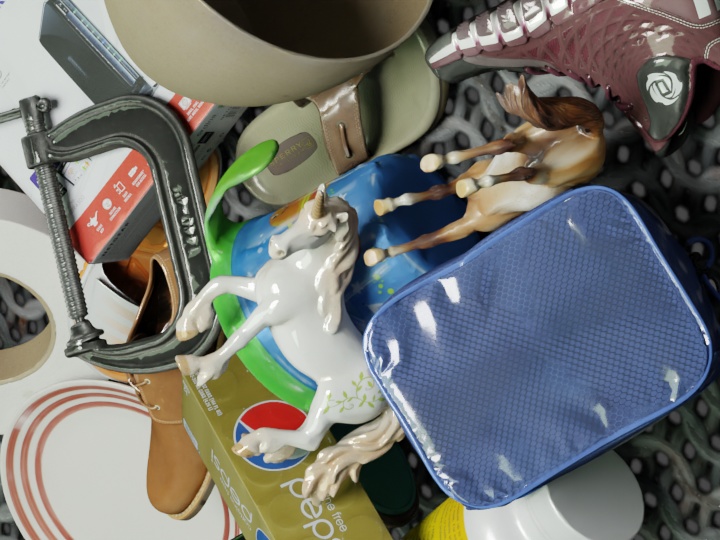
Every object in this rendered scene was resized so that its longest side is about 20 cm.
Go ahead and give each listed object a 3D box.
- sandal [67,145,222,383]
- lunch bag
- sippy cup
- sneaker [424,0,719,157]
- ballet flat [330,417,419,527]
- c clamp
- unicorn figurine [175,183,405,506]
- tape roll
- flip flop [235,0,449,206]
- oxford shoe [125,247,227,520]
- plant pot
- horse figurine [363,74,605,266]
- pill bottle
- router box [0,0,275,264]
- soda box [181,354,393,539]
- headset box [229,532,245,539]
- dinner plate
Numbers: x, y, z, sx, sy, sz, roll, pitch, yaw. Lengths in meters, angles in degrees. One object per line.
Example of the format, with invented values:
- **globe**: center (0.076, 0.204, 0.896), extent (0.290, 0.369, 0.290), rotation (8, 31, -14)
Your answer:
- **sandal**: center (-0.142, 0.001, 1.804), extent (0.059, 0.079, 0.207), rotation (-102, 26, -53)
- **lunch bag**: center (0.113, 0.039, 1.535), extent (0.199, 0.132, 0.136), rotation (-29, 84, 7)
- **sippy cup**: center (0.000, 0.000, 1.657), extent (0.130, 0.177, 0.140), rotation (-36, 54, 34)
- **sneaker**: center (0.128, -0.109, 1.522), extent (0.200, 0.076, 0.116), rotation (-20, 98, 45)
- **ballet flat**: center (-0.032, 0.102, 1.776), extent (0.200, 0.068, 0.067), rotation (53, 140, 25)
- **c clamp**: center (-0.167, -0.024, 1.717), extent (0.170, 0.027, 0.201), rotation (-22, 82, 22)
- **unicorn figurine**: center (-0.037, 0.035, 1.582), extent (0.137, 0.074, 0.200), rotation (-29, 125, 11)
- **tape roll**: center (-0.261, 0.030, 1.884), extent (0.202, 0.037, 0.203), rotation (0, 130, 0)
- **flip flop**: center (-0.018, -0.095, 1.671), extent (0.200, 0.057, 0.081), rotation (-33, 86, 43)
- **oxford shoe**: center (-0.124, 0.071, 1.763), extent (0.071, 0.071, 0.201), rotation (32, 122, 48)
- **plant pot**: center (-0.073, -0.174, 1.590), extent (0.201, 0.200, 0.134), rotation (56, 139, 8)
- **horse figurine**: center (0.081, -0.056, 1.510), extent (0.050, 0.132, 0.200), rotation (67, 153, 10)
- **pill bottle**: center (0.087, 0.179, 1.666), extent (0.104, 0.104, 0.200), rotation (54, 135, 9)
- **router box**: center (-0.161, -0.137, 1.745), extent (0.180, 0.049, 0.200), rotation (46, 112, 17)
- **soda box**: center (-0.038, 0.142, 1.666), extent (0.200, 0.068, 0.064), rotation (59, 160, 28)
- **headset box**: center (-0.072, 0.284, 1.812), extent (0.093, 0.174, 0.201), rotation (28, 127, 30)
- **dinner plate**: center (-0.162, 0.159, 1.919), extent (0.199, 0.024, 0.201), rotation (12, 122, 21)
